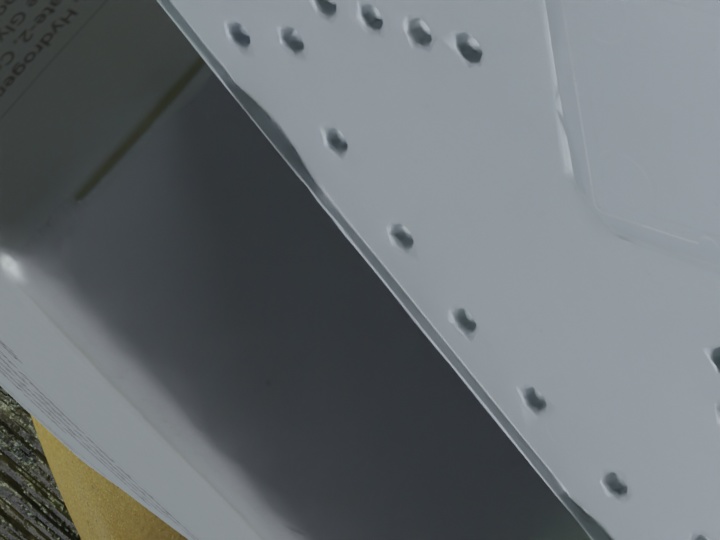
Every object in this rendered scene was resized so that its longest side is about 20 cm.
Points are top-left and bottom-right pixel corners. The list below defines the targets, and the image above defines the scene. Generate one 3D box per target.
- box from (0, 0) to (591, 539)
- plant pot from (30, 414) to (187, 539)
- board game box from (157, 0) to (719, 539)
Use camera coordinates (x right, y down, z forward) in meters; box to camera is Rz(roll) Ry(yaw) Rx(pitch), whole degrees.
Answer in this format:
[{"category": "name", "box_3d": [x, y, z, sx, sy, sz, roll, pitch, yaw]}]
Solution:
[{"category": "box", "box_3d": [-0.010, -0.043, 0.691, 0.171, 0.200, 0.199, 31, 165, 47]}, {"category": "plant pot", "box_3d": [-0.106, 0.069, 1.575, 0.200, 0.186, 0.186, 51, 172, 15]}, {"category": "board game box", "box_3d": [0.061, -0.030, 0.468, 0.200, 0.026, 0.200, 51, 147, 3]}]
